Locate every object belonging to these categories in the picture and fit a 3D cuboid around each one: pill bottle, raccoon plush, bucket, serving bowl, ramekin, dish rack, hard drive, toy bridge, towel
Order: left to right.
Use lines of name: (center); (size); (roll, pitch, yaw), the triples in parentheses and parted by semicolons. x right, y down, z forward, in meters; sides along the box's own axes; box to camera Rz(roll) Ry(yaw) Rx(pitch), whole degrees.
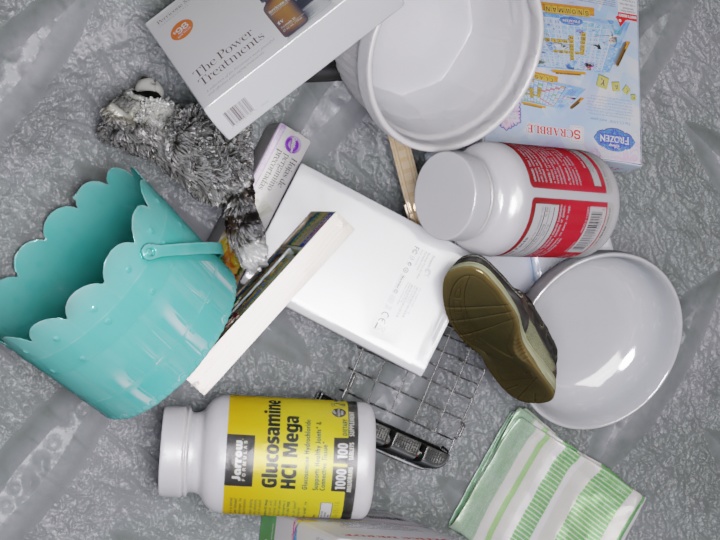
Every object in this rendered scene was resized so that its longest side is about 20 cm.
bucket: (-0.217, 0.022, 1.247); (0.135, 0.207, 0.207); (44, 74, -28)
raccoon plush: (-0.166, -0.092, 1.294); (0.134, 0.097, 0.201); (-8, 59, -20)
pill bottle: (-0.089, 0.176, 1.332); (0.199, 0.112, 0.113); (3, 89, -5)
hard drive: (0.000, 0.000, 1.378); (0.199, 0.026, 0.132); (28, 84, -3)
dish rack: (0.057, 0.094, 1.434); (0.153, 0.055, 0.201); (26, 85, -19)
toy bridge: (0.060, -0.068, 1.436); (0.027, 0.067, 0.201); (-17, 99, 8)
ramekin: (0.066, -0.225, 1.355); (0.200, 0.105, 0.201); (-15, 122, -26)
pill bottle: (0.154, -0.069, 1.389); (0.199, 0.112, 0.113); (1, 90, -40)
towel: (0.209, 0.260, 1.531); (0.200, 0.023, 0.153); (35, 78, -21)
serving bowl: (0.243, 0.067, 1.508); (0.199, 0.066, 0.201); (-7, 112, -19)

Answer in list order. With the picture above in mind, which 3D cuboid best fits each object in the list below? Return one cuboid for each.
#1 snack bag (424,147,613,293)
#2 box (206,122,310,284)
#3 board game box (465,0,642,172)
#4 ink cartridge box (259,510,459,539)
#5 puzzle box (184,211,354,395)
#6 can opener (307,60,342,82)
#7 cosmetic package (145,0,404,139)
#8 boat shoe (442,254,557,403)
snack bag: (0.172, -0.069, 1.512); (0.199, 0.021, 0.189); (-18, 98, -23)
box: (-0.114, -0.049, 1.376); (0.039, 0.041, 0.201); (31, 78, -22)
board game box: (0.207, -0.214, 1.501); (0.199, 0.041, 0.200); (5, 80, -23)
ink cartridge box: (0.002, 0.283, 1.343); (0.144, 0.200, 0.084); (8, 87, -23)
puzzle box: (-0.092, 0.026, 1.286); (0.025, 0.133, 0.200); (43, 83, -11)
can opener: (-0.031, -0.227, 1.415); (0.199, 0.053, 0.067); (-6, 61, -23)
cosmetic package: (-0.081, -0.232, 1.271); (0.200, 0.151, 0.052); (-38, 137, 1)
boat shoe: (0.142, 0.050, 1.389); (0.201, 0.072, 0.066); (55, 39, -35)
